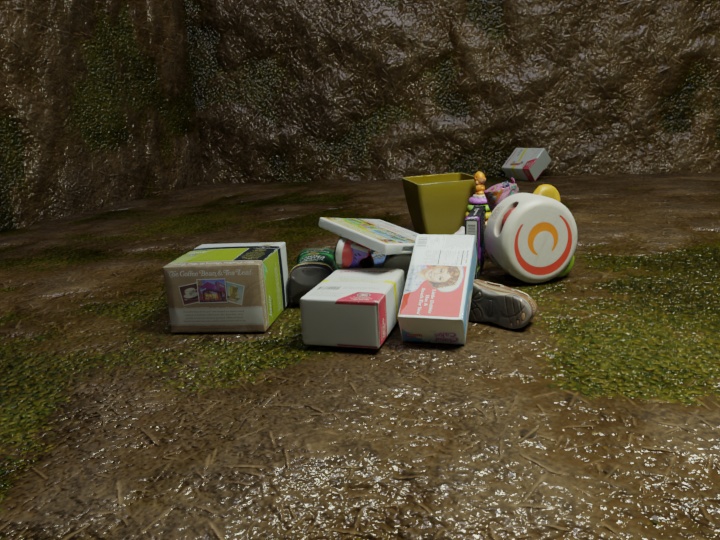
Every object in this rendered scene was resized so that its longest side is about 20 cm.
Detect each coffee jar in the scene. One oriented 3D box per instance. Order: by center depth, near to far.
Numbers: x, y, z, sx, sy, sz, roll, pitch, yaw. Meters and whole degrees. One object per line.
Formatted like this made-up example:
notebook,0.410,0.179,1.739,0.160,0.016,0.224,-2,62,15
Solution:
coffee jar,-0.101,0.011,1.364,0.101,0.088,0.200,-1,15,1

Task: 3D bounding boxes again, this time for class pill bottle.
pill bottle,0.101,-0.001,1.303,0.110,0.117,0.200,-1,15,9

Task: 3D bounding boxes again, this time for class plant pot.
plant pot,0.243,-0.188,1.851,0.194,0.182,0.200,-6,15,-9

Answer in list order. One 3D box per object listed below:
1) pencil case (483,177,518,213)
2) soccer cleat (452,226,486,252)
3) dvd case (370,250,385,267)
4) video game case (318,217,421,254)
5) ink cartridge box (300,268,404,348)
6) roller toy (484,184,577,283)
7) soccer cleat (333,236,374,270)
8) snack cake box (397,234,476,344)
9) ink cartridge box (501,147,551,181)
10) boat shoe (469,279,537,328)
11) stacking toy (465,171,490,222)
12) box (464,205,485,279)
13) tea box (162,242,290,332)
pencil case,0.368,-0.118,1.505,0.085,0.205,0.087,-18,8,3
soccer cleat,0.245,-0.066,1.569,0.195,0.088,0.068,-11,16,-27
dvd case,-0.002,-0.029,1.628,0.139,0.018,0.199,-12,18,-26
video game case,0.042,-0.071,1.244,0.179,0.024,0.198,-2,20,-45
ink cartridge box,-0.006,0.063,1.117,0.141,0.086,0.200,0,15,18
roller toy,0.375,-0.078,1.375,0.177,0.206,0.140,-12,14,-8
soccer cleat,0.000,0.000,1.278,0.071,0.070,0.201,13,-24,19
snack cake box,0.141,0.029,1.093,0.112,0.068,0.203,2,47,17
ink cartridge box,0.822,-0.530,3.064,0.146,0.084,0.199,-50,29,-12
boat shoe,0.238,0.057,1.149,0.197,0.078,0.071,22,23,39
stacking toy,0.336,-0.175,1.729,0.107,0.206,0.115,-12,16,-31
box,0.271,-0.066,1.449,0.035,0.147,0.200,2,16,15
tea box,-0.261,0.029,1.240,0.194,0.138,0.197,-1,14,10
